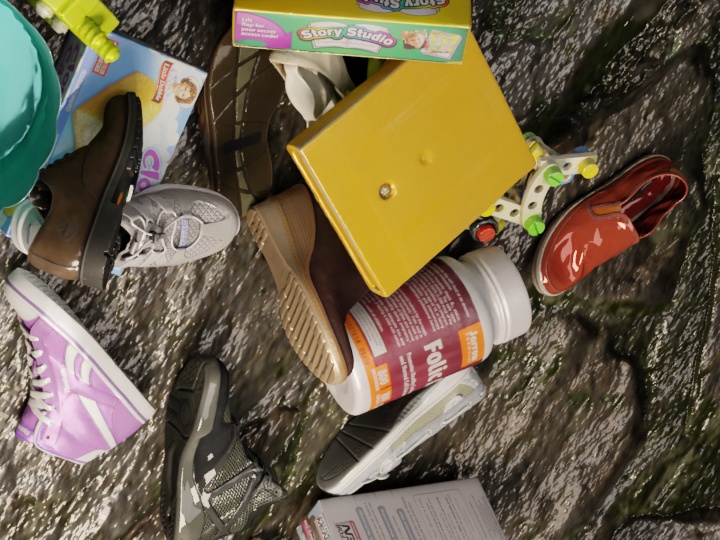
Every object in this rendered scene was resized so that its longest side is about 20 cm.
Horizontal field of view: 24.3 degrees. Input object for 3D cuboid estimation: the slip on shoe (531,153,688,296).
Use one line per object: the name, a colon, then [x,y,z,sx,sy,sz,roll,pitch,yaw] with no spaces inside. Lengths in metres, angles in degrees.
slip on shoe: [0.259,-0.046,1.735,0.200,0.061,0.074,-39,120,-8]

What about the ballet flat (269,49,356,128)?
ballet flat: [-0.035,-0.153,1.521,0.069,0.069,0.200,-42,144,-8]

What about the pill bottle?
pill bottle: [0.059,0.054,1.640,0.200,0.114,0.114,-22,114,-17]

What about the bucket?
bucket: [-0.343,-0.144,1.354,0.207,0.135,0.207,-3,106,-12]

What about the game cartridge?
game cartridge: [0.050,-0.103,1.495,0.200,0.032,0.176,-41,123,-18]

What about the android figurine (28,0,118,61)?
android figurine: [-0.268,-0.245,1.340,0.041,0.182,0.200,-45,83,-2]

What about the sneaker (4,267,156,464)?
sneaker: [-0.283,0.098,1.516,0.114,0.073,0.201,-38,118,-7]

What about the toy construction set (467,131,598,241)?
toy construction set: [0.121,-0.099,1.634,0.200,0.092,0.131,24,119,-22]

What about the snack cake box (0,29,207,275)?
snack cake box: [-0.231,-0.110,1.476,0.115,0.067,0.200,21,97,-29]

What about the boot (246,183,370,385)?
boot: [0.000,0.000,1.566,0.166,0.072,0.200,-13,69,-28]

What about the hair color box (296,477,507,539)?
hair color box: [0.047,0.277,1.692,0.200,0.099,0.061,-3,143,-34]

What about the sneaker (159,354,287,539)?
sneaker: [-0.128,0.170,1.612,0.114,0.076,0.200,-4,111,-26]

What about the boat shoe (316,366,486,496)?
boat shoe: [0.043,0.163,1.692,0.202,0.074,0.065,-43,115,-16]

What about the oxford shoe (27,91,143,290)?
oxford shoe: [-0.225,-0.078,1.368,0.084,0.200,0.073,12,138,0]

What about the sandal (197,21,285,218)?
sandal: [-0.115,-0.143,1.533,0.082,0.055,0.200,-19,129,-29]

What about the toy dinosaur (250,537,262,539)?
toy dinosaur: [-0.031,0.380,1.720,0.105,0.200,0.181,-13,158,13]

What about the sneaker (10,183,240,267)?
sneaker: [-0.194,-0.027,1.435,0.200,0.082,0.075,-7,110,-25]

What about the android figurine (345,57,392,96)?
android figurine: [0.041,-0.104,1.531,0.182,0.041,0.200,-5,110,-32]

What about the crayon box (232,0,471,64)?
crayon box: [-0.006,-0.270,1.446,0.200,0.058,0.173,4,62,-3]
